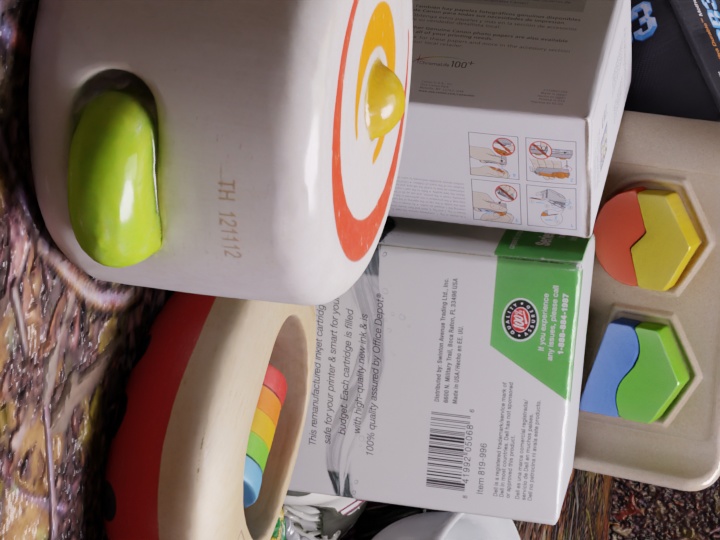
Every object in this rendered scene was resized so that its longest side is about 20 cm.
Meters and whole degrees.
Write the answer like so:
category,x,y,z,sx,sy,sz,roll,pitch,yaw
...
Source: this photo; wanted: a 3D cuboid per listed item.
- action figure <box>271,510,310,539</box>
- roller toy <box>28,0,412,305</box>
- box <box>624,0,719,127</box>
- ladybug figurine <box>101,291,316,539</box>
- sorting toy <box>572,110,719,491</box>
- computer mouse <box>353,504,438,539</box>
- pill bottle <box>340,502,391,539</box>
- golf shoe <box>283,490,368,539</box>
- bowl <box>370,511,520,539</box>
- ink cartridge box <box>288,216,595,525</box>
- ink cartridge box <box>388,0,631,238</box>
category,x,y,z,sx,sy,sz,roll,pitch,yaw
action figure,-0.054,0.181,1.274,0.200,0.055,0.118,85,7,-52
roller toy,-0.049,-0.082,0.955,0.182,0.140,0.200,54,44,-72
box,0.130,-0.101,1.281,0.050,0.200,0.199,-18,83,-45
ladybug figurine,-0.075,0.077,1.083,0.136,0.072,0.200,80,22,-52
sorting toy,0.118,0.010,1.224,0.036,0.185,0.200,-12,109,-61
computer mouse,0.061,0.131,1.414,0.200,0.110,0.044,110,-28,-65
pill bottle,0.026,0.249,1.539,0.111,0.111,0.200,81,22,-52
golf shoe,-0.022,0.131,1.353,0.200,0.077,0.088,-9,113,-76
bowl,0.027,0.239,1.400,0.201,0.090,0.201,-21,114,-59
ink cartridge box,0.018,0.045,1.192,0.083,0.200,0.147,-52,148,-72
ink cartridge box,0.041,-0.113,1.191,0.176,0.200,0.084,-69,161,-44
